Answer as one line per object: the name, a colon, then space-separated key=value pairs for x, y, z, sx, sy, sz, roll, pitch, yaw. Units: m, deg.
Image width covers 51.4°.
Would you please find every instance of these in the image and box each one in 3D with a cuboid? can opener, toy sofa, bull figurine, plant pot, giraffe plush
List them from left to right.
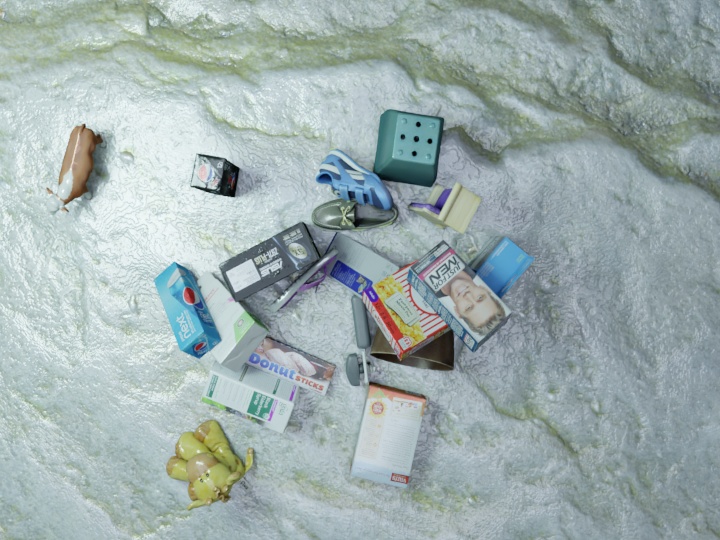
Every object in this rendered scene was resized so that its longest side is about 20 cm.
bull figurine: x=-0.600 y=-0.207 z=1.581 sx=0.064 sy=0.121 sz=0.205 roll=20 pitch=92 yaw=-2
giraffe plush: x=-0.322 y=0.437 z=1.600 sx=0.196 sy=0.162 sz=0.176 roll=28 pitch=91 yaw=-3
can opener: x=-0.004 y=0.156 z=1.656 sx=0.064 sy=0.053 sz=0.207 roll=-3 pitch=93 yaw=-1
plant pot: x=0.108 y=-0.262 z=1.568 sx=0.137 sy=0.200 sz=0.146 roll=8 pitch=92 yaw=-3
plant pot: x=0.124 y=0.096 z=1.610 sx=0.181 sy=0.187 sz=0.206 roll=10 pitch=77 yaw=-3
toy sofa: x=0.174 y=-0.141 z=1.577 sx=0.096 sy=0.200 sz=0.084 roll=31 pitch=92 yaw=-8

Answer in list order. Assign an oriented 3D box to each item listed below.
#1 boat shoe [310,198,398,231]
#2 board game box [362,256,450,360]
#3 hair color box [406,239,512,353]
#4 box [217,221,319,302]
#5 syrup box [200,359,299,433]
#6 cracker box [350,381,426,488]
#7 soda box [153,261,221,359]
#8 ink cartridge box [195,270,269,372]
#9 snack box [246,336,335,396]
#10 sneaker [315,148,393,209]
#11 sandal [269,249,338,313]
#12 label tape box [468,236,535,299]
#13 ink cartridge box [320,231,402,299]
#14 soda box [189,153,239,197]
boat shoe: x=-0.013 y=-0.124 z=1.638 sx=0.195 sy=0.060 sz=0.074 roll=-3 pitch=92 yaw=-2
board game box: x=0.123 y=0.064 z=1.514 sx=0.197 sy=0.047 sz=0.153 roll=-29 pitch=69 yaw=-16
hair color box: x=0.191 y=0.049 z=1.465 sx=0.099 sy=0.061 sz=0.200 roll=-37 pitch=72 yaw=-18
box: x=-0.188 y=-0.019 z=1.585 sx=0.196 sy=0.164 sz=0.088 roll=-27 pitch=93 yaw=-2
syrup box: x=-0.237 y=0.268 z=1.629 sx=0.195 sy=0.082 sz=0.080 roll=23 pitch=111 yaw=-2
cracker box: x=0.060 y=0.365 z=1.666 sx=0.130 sy=0.058 sz=0.206 roll=13 pitch=91 yaw=-2
soda box: x=-0.366 y=0.082 z=1.576 sx=0.067 sy=0.064 sz=0.202 roll=-38 pitch=56 yaw=9
ink cartridge box: x=-0.298 y=0.105 z=1.608 sx=0.118 sy=0.067 sz=0.200 roll=-49 pitch=55 yaw=2
snack box: x=-0.156 y=0.208 z=1.666 sx=0.195 sy=0.024 sz=0.074 roll=23 pitch=93 yaw=-3
sneaker: x=-0.013 y=-0.178 z=1.599 sx=0.198 sy=0.075 sz=0.082 roll=35 pitch=69 yaw=26
sandal: x=-0.114 y=0.030 z=1.633 sx=0.202 sy=0.083 sz=0.050 roll=-41 pitch=95 yaw=15
label tape box: x=0.277 y=0.001 z=1.586 sx=0.063 sy=0.200 sz=0.145 roll=41 pitch=90 yaw=-4
ink cartridge box: x=0.000 y=0.000 z=1.624 sx=0.198 sy=0.039 sz=0.101 roll=32 pitch=94 yaw=36
soda box: x=-0.299 y=-0.194 z=1.554 sx=0.061 sy=0.200 sz=0.073 roll=11 pitch=92 yaw=-1
